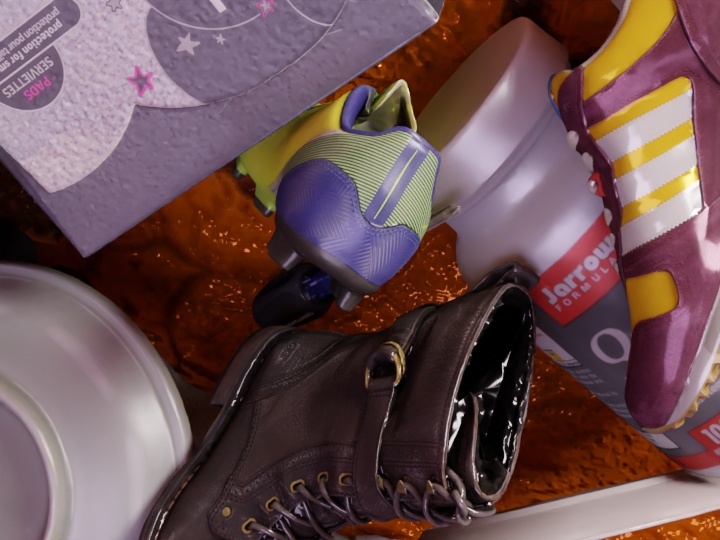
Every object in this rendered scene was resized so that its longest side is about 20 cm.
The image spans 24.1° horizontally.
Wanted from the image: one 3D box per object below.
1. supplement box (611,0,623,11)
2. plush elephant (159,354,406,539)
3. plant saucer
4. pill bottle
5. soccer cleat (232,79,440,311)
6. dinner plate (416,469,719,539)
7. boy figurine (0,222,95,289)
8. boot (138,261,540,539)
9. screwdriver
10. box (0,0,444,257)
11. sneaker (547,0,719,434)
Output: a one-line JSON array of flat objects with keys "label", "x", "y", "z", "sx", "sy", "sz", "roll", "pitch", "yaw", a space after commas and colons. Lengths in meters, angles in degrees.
[{"label": "supplement box", "x": 0.196, "y": -0.107, "z": 0.699, "sx": 0.126, "sy": 0.074, "sz": 0.200, "roll": -35, "pitch": 109, "yaw": 26}, {"label": "plush elephant", "x": -0.074, "y": 0.165, "z": 0.858, "sx": 0.199, "sy": 0.155, "sz": 0.166, "roll": 21, "pitch": 122, "yaw": -2}, {"label": "plant saucer", "x": -0.173, "y": 0.097, "z": 0.787, "sx": 0.199, "sy": 0.050, "sz": 0.202, "roll": 2, "pitch": 95, "yaw": 22}, {"label": "pill bottle", "x": 0.115, "y": -0.010, "z": 0.746, "sx": 0.200, "sy": 0.116, "sz": 0.116, "roll": 39, "pitch": 119, "yaw": -13}, {"label": "soccer cleat", "x": -0.006, "y": -0.046, "z": 0.711, "sx": 0.065, "sy": 0.200, "sz": 0.084, "roll": 35, "pitch": 98, "yaw": -17}, {"label": "dinner plate", "x": 0.095, "y": 0.120, "z": 0.802, "sx": 0.199, "sy": 0.200, "sz": 0.024, "roll": -16, "pitch": 82, "yaw": 18}, {"label": "boy figurine", "x": -0.224, "y": 0.063, "z": 0.880, "sx": 0.124, "sy": 0.065, "sz": 0.200, "roll": 39, "pitch": 115, "yaw": -14}, {"label": "boot", "x": -0.009, "y": 0.093, "z": 0.704, "sx": 0.069, "sy": 0.201, "sz": 0.173, "roll": 30, "pitch": 157, "yaw": -33}, {"label": "screwdriver", "x": 0.000, "y": 0.000, "z": 0.767, "sx": 0.029, "sy": 0.028, "sz": 0.200, "roll": 36, "pitch": 154, "yaw": -19}, {"label": "box", "x": -0.074, "y": -0.123, "z": 0.714, "sx": 0.199, "sy": 0.115, "sz": 0.132, "roll": -31, "pitch": 111, "yaw": 24}, {"label": "sneaker", "x": 0.112, "y": -0.040, "z": 0.654, "sx": 0.089, "sy": 0.075, "sz": 0.202, "roll": 12, "pitch": 97, "yaw": 9}]
